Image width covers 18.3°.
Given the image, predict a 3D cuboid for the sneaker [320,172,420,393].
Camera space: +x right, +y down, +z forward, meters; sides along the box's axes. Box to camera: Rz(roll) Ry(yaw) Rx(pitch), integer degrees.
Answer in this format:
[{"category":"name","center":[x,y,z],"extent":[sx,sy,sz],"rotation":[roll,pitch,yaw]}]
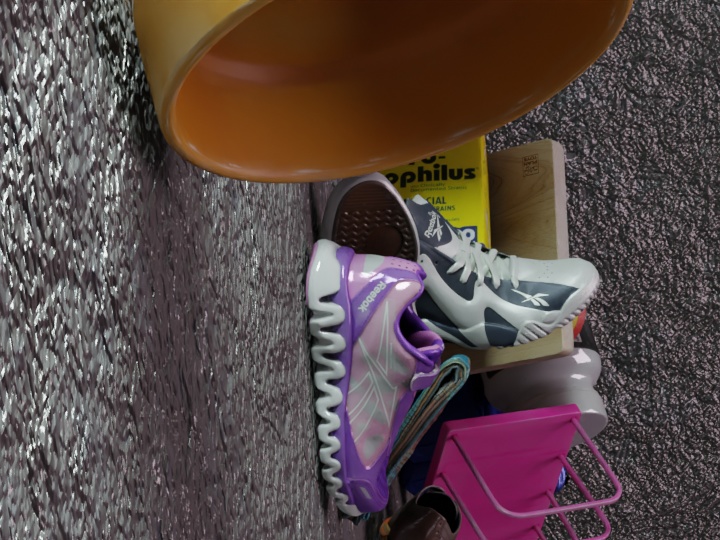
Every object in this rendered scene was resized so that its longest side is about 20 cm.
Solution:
[{"category":"sneaker","center":[0.000,0.000,1.615],"extent":[0.085,0.073,0.200],"rotation":[-125,-161,-48]}]

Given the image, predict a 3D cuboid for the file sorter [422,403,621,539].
[{"category":"file sorter","center":[0.138,0.243,2.027],"extent":[0.125,0.139,0.200],"rotation":[-121,-145,-43]}]

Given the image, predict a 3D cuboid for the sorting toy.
[{"category":"sorting toy","center":[0.118,0.000,2.063],"extent":[0.070,0.200,0.199],"rotation":[16,68,-50]}]

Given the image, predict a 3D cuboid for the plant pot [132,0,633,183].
[{"category":"plant pot","center":[-0.010,-0.163,0.927],"extent":[0.200,0.200,0.183],"rotation":[74,-2,-69]}]

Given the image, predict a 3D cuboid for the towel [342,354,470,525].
[{"category":"towel","center":[0.041,0.126,1.712],"extent":[0.147,0.022,0.200],"rotation":[-55,175,1]}]

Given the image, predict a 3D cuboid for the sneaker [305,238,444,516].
[{"category":"sneaker","center":[0.014,0.075,1.507],"extent":[0.080,0.088,0.200],"rotation":[-84,171,-68]}]

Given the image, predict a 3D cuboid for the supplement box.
[{"category":"supplement box","center":[0.057,-0.052,1.943],"extent":[0.110,0.109,0.200],"rotation":[81,7,-50]}]

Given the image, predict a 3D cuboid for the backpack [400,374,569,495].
[{"category":"backpack","center":[0.119,0.124,2.252],"extent":[0.168,0.162,0.200],"rotation":[52,32,-45]}]

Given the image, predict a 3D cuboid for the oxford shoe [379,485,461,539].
[{"category":"oxford shoe","center":[0.061,0.222,1.907],"extent":[0.073,0.071,0.200],"rotation":[-53,178,6]}]

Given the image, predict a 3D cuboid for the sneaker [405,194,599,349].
[{"category":"sneaker","center":[0.084,-0.007,1.794],"extent":[0.080,0.199,0.130],"rotation":[-75,151,-54]}]

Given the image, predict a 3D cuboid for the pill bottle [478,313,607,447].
[{"category":"pill bottle","center":[0.163,0.067,2.131],"extent":[0.116,0.116,0.200],"rotation":[76,-2,-66]}]
